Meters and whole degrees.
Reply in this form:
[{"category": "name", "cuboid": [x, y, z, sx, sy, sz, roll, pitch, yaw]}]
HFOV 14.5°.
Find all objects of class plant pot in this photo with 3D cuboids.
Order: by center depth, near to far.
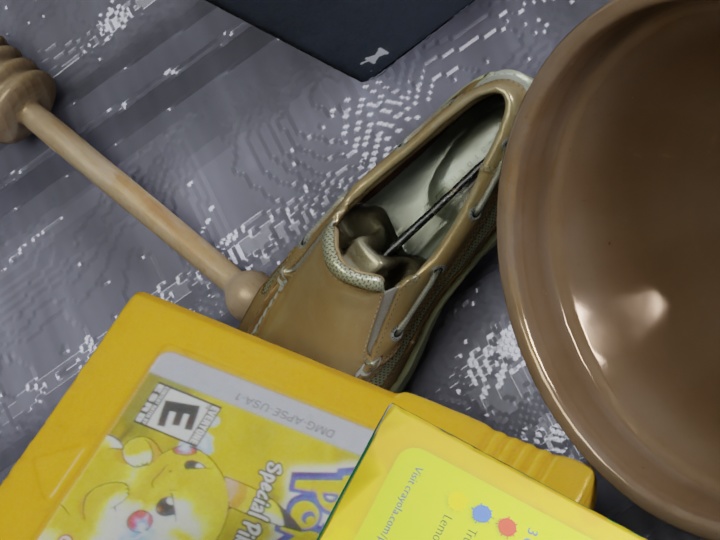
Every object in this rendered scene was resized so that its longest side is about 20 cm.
[{"category": "plant pot", "cuboid": [0.152, -0.009, 1.004, 0.201, 0.093, 0.201, 12, 109, 40]}]

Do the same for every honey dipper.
[{"category": "honey dipper", "cuboid": [-0.108, -0.038, 1.204, 0.200, 0.038, 0.038, 40, 99, 25]}]

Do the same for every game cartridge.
[{"category": "game cartridge", "cuboid": [-0.040, 0.108, 1.030, 0.200, 0.032, 0.176, 19, 58, 22]}]

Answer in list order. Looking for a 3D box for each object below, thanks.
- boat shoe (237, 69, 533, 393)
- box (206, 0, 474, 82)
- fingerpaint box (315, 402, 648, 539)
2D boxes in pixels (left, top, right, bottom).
[{"category": "boat shoe", "cuboid": [0.000, 0.000, 1.106, 0.072, 0.076, 0.200, 39, 101, 16]}, {"category": "box", "cuboid": [-0.041, -0.202, 1.083, 0.124, 0.200, 0.197, -35, 66, 17]}, {"category": "fingerpaint box", "cuboid": [0.033, 0.174, 0.922, 0.167, 0.073, 0.200, 27, 63, 2]}]
